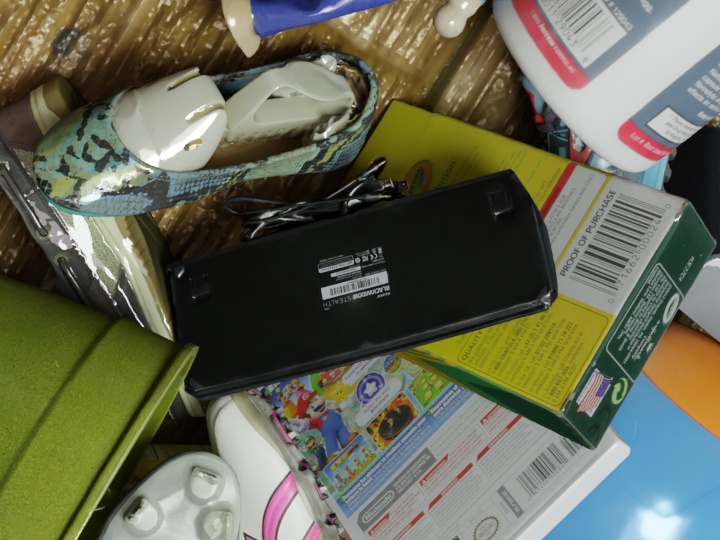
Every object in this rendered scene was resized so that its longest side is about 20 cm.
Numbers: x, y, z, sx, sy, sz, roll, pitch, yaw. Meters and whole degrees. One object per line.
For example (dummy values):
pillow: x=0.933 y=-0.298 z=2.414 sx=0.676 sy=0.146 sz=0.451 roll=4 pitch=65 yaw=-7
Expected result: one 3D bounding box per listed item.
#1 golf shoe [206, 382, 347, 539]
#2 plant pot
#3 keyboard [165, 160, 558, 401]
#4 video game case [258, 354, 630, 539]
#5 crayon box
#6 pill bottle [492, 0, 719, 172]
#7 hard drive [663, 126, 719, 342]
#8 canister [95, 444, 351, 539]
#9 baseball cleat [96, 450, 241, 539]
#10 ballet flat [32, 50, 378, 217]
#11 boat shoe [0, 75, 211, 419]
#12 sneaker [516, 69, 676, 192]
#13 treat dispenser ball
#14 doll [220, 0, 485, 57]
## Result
golf shoe: x=-0.052 y=0.156 z=0.948 sx=0.092 sy=0.073 sz=0.200 roll=-21 pitch=111 yaw=-11
plant pot: x=-0.208 y=0.074 z=0.845 sx=0.193 sy=0.200 sz=0.201 roll=31 pitch=102 yaw=-1
keyboard: x=0.000 y=0.000 z=0.924 sx=0.200 sy=0.104 sz=0.040 roll=-14 pitch=160 yaw=13
video game case: x=0.035 y=0.078 z=0.964 sx=0.143 sy=0.200 sz=0.018 roll=-45 pitch=138 yaw=7
crayon box: x=0.068 y=-0.004 z=0.940 sx=0.127 sy=0.200 sz=0.051 roll=-57 pitch=141 yaw=-10
pill bottle: x=0.174 y=-0.152 z=0.867 sx=0.200 sy=0.120 sz=0.120 roll=-39 pitch=118 yaw=22
hard drive: x=0.253 y=0.008 z=1.032 sx=0.200 sy=0.135 sz=0.042 roll=33 pitch=135 yaw=-25
canister: x=-0.098 y=0.167 z=1.024 sx=0.200 sy=0.087 sz=0.149 roll=3 pitch=109 yaw=-18
baseball cleat: x=-0.118 y=0.181 z=0.926 sx=0.070 sy=0.106 sz=0.200 roll=25 pitch=90 yaw=-6
ballet flat: x=-0.071 y=-0.078 z=0.906 sx=0.200 sy=0.074 sz=0.074 roll=-18 pitch=119 yaw=-41
boat shoe: x=-0.139 y=-0.004 z=0.955 sx=0.066 sy=0.072 sz=0.201 roll=-21 pitch=113 yaw=8
sneaker: x=0.125 y=-0.083 z=1.001 sx=0.095 sy=0.079 sz=0.200 roll=17 pitch=99 yaw=-9
treat dispenser ball: x=0.144 y=0.123 z=1.009 sx=0.200 sy=0.201 sz=0.201 roll=-6 pitch=113 yaw=-13
doll: x=0.026 y=-0.168 z=0.901 sx=0.200 sy=0.137 sz=0.048 roll=-21 pitch=142 yaw=7
